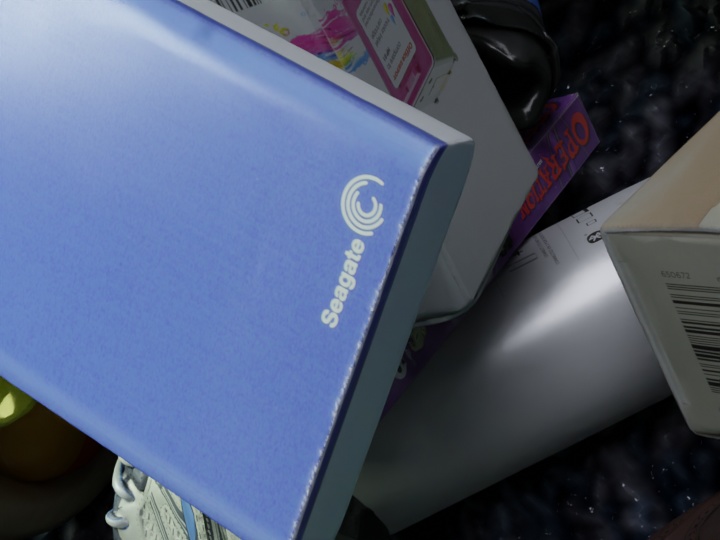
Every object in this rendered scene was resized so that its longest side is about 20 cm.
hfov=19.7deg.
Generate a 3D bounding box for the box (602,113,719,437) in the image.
[{"bbox_3d":[0.186,-0.034,0.735,0.200,0.095,0.078,-41,26,-31],"label":"box"}]

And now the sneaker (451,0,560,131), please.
[{"bbox_3d":[-0.023,-0.072,0.792,0.199,0.077,0.111,-11,37,-9],"label":"sneaker"}]

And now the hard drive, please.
[{"bbox_3d":[-0.072,-0.020,0.609,0.200,0.025,0.132,30,113,26],"label":"hard drive"}]

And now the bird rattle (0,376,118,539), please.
[{"bbox_3d":[-0.126,0.026,0.828,0.112,0.200,0.164,20,106,23],"label":"bird rattle"}]

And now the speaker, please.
[{"bbox_3d":[0.042,0.042,0.797,0.200,0.081,0.081,-27,54,1],"label":"speaker"}]

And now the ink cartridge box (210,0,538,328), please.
[{"bbox_3d":[-0.051,-0.072,0.701,0.144,0.200,0.085,-12,29,33],"label":"ink cartridge box"}]

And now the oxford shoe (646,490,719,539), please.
[{"bbox_3d":[0.143,0.095,0.732,0.200,0.073,0.071,-32,54,-1],"label":"oxford shoe"}]

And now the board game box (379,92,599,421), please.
[{"bbox_3d":[0.000,0.000,0.797,0.120,0.032,0.200,-14,24,41],"label":"board game box"}]

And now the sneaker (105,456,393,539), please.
[{"bbox_3d":[-0.050,0.062,0.674,0.085,0.201,0.077,-8,12,30],"label":"sneaker"}]
